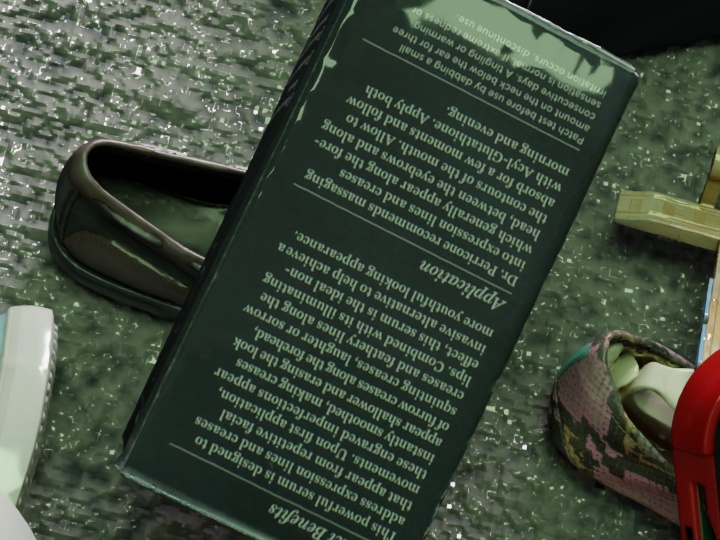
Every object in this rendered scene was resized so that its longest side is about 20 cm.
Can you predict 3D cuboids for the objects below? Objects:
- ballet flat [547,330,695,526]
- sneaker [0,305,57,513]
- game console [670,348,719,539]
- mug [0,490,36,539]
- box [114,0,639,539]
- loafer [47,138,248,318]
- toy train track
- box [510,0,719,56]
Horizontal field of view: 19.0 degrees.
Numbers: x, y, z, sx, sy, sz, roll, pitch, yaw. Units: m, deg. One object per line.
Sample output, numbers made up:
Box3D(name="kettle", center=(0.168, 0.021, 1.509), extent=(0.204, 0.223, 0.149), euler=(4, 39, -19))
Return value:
Box3D(name="ballet flat", center=(0.168, 0.086, 0.858), extent=(0.199, 0.071, 0.069), euler=(30, 61, 6))
Box3D(name="sneaker", center=(-0.169, 0.093, 0.793), extent=(0.081, 0.074, 0.201), euler=(19, 60, -5))
Box3D(name="game console", center=(0.206, 0.114, 0.816), extent=(0.175, 0.031, 0.202), euler=(-12, 102, -20))
Box3D(name="mug", center=(-0.179, 0.141, 0.648), extent=(0.185, 0.153, 0.151), euler=(3, 104, -13))
Box3D(name="box", center=(0.000, 0.000, 0.784), extent=(0.106, 0.148, 0.201), euler=(26, 88, -5))
Box3D(name="loafer", center=(-0.030, -0.004, 0.876), extent=(0.198, 0.063, 0.072), euler=(15, 59, -2))
Box3D(name="toy train track", center=(0.158, 0.000, 0.879), extent=(0.114, 0.033, 0.201), euler=(16, 36, 4))
Box3D(name="box", center=(0.132, -0.214, 0.987), extent=(0.197, 0.124, 0.201), euler=(-13, 64, -15))
